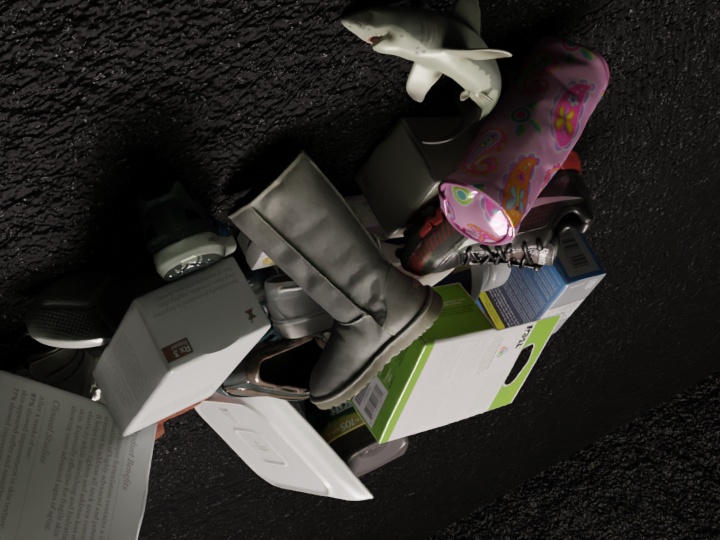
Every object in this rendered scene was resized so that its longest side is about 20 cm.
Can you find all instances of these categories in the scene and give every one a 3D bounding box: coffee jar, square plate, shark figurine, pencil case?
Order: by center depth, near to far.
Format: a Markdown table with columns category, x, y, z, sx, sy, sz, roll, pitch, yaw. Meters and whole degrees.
| category | x | y | z | sx | sy | sz | roll | pitch | yaw |
| --- | --- | --- | --- | --- | --- | --- | --- | --- | --- |
| shark figurine | 0.086 | -0.181 | 1.028 | 0.126 | 0.091 | 0.214 | 0 | 161 | 26 |
| pencil case | 0.145 | -0.119 | 1.103 | 0.201 | 0.087 | 0.088 | -56 | 169 | -23 |
| square plate | -0.104 | 0.183 | 1.355 | 0.199 | 0.199 | 0.029 | -4 | -138 | 55 |
| coffee jar | -0.027 | 0.135 | 1.405 | 0.103 | 0.202 | 0.086 | -23 | 159 | -15 |

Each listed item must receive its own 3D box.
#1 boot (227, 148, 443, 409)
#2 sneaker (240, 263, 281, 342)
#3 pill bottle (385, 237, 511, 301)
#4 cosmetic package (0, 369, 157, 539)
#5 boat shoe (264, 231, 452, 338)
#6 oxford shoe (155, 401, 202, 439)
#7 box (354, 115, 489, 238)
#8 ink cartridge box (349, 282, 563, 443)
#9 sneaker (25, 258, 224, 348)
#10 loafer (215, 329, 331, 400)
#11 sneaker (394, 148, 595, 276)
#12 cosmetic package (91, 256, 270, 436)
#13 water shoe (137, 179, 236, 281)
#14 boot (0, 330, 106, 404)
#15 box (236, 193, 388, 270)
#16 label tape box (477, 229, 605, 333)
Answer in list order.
| category | x | y | z | sx | sy | sz | roll | pitch | yaw |
| --- | --- | --- | --- | --- | --- | --- | --- | --- | --- |
| boot | -0.045 | 0.012 | 1.135 | 0.199 | 0.073 | 0.182 | 38 | 110 | -20 |
| sneaker | -0.106 | 0.057 | 1.292 | 0.077 | 0.087 | 0.201 | -23 | 158 | -15 |
| pill bottle | 0.064 | 0.002 | 1.348 | 0.198 | 0.112 | 0.111 | -17 | 156 | -29 |
| cosmetic package | -0.316 | 0.211 | 1.134 | 0.198 | 0.170 | 0.166 | 23 | 143 | -24 |
| boat shoe | 0.000 | 0.000 | 1.219 | 0.197 | 0.069 | 0.072 | -19 | -162 | 1 |
| oxford shoe | -0.218 | 0.125 | 1.314 | 0.199 | 0.075 | 0.070 | -37 | 159 | 29 |
| box | 0.101 | -0.095 | 1.222 | 0.198 | 0.078 | 0.095 | -9 | 151 | -42 |
| ink cartridge box | 0.099 | 0.090 | 1.316 | 0.198 | 0.076 | 0.149 | -10 | 137 | -37 |
| sneaker | -0.214 | 0.039 | 1.142 | 0.198 | 0.071 | 0.080 | -14 | 157 | -34 |
| loafer | -0.062 | 0.097 | 1.230 | 0.062 | 0.073 | 0.198 | -2 | -179 | 39 |
| sneaker | 0.132 | -0.036 | 1.152 | 0.198 | 0.099 | 0.071 | -26 | 160 | -7 |
| cosmetic package | -0.160 | 0.070 | 1.073 | 0.101 | 0.075 | 0.200 | -24 | 167 | -30 |
| water shoe | -0.149 | -0.040 | 1.052 | 0.071 | 0.080 | 0.200 | -22 | -176 | -7 |
| boot | -0.268 | 0.089 | 1.199 | 0.198 | 0.068 | 0.131 | -24 | 153 | -16 |
| box | -0.027 | -0.044 | 1.229 | 0.198 | 0.039 | 0.042 | -13 | 156 | -35 |
| label tape box | 0.189 | 0.003 | 1.460 | 0.065 | 0.145 | 0.201 | -16 | 155 | -27 |
